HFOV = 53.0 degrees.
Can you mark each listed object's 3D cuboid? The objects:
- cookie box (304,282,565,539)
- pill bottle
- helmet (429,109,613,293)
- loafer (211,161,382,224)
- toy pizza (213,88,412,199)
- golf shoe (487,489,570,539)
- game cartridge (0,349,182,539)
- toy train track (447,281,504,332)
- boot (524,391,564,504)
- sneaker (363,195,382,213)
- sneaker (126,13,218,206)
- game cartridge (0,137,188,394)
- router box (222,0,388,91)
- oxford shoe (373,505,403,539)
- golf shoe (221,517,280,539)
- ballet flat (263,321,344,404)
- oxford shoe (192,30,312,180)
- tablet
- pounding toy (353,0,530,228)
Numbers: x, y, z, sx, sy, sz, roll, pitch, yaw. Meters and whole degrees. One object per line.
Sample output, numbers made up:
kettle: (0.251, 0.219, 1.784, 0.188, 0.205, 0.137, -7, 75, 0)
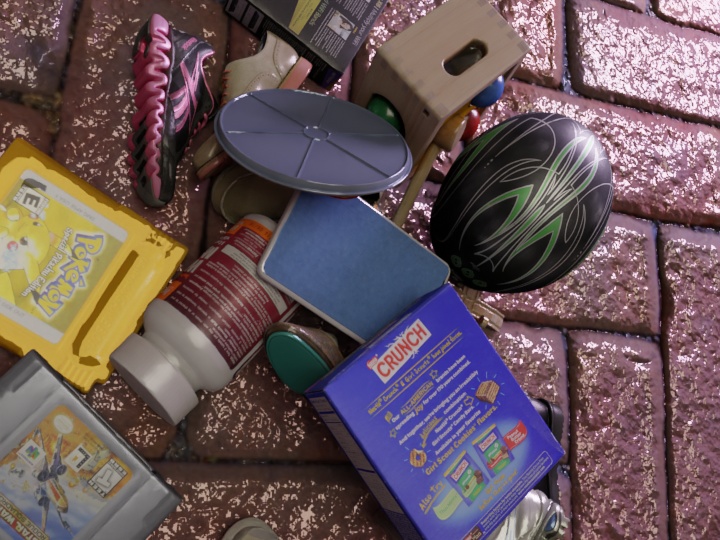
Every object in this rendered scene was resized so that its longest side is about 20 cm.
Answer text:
cookie box: (0.071, 0.145, 0.688, 0.170, 0.075, 0.202, -35, 92, -25)
pill bottle: (-0.143, 0.046, 0.715, 0.110, 0.109, 0.200, 47, 65, -7)
helmet: (0.182, -0.075, 0.806, 0.196, 0.190, 0.204, 9, 68, -22)
loafer: (-0.062, -0.089, 0.764, 0.196, 0.069, 0.077, -14, 129, -1)
toy pizza: (-0.046, -0.122, 0.710, 0.196, 0.032, 0.202, 10, 36, -8)
golf shoe: (0.131, 0.313, 0.738, 0.096, 0.078, 0.202, 27, 73, 6)
game cartridge: (-0.278, 0.190, 0.657, 0.133, 0.041, 0.200, -46, 101, -18)
toy train track: (0.150, 0.000, 0.892, 0.113, 0.032, 0.203, 28, 69, -16)
boot: (0.145, 0.220, 0.818, 0.156, 0.079, 0.214, 25, 60, -24)
sneaker: (0.021, -0.005, 0.824, 0.077, 0.078, 0.204, -4, 74, -52)
sneaker: (-0.192, -0.165, 0.765, 0.094, 0.078, 0.204, 8, 79, -38)
game cartridge: (-0.296, -0.003, 0.703, 0.198, 0.032, 0.178, 33, 69, -13)
router box: (-0.047, -0.345, 0.866, 0.156, 0.052, 0.202, 35, 68, -14)
oxford shoe: (0.087, 0.321, 0.794, 0.072, 0.071, 0.202, -30, 100, 8)
golf shoe: (-0.058, 0.331, 0.705, 0.200, 0.091, 0.075, 47, 65, -9)
ballet flat: (-0.036, 0.108, 0.750, 0.201, 0.067, 0.068, 60, 29, -33)
oxford shoe: (-0.132, -0.181, 0.787, 0.074, 0.070, 0.201, 42, 56, -16)
tablet: (0.000, 0.000, 0.732, 0.199, 0.014, 0.132, 35, 67, -22)
pounding toy: (0.078, -0.173, 0.829, 0.199, 0.184, 0.142, -40, 84, -25)
